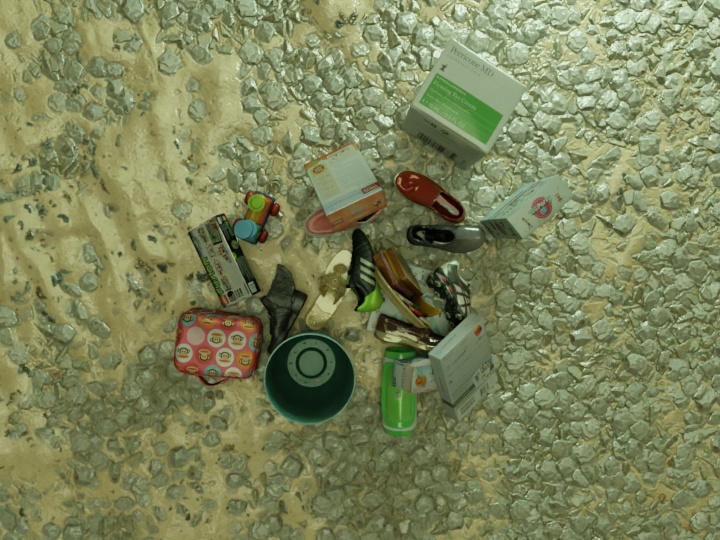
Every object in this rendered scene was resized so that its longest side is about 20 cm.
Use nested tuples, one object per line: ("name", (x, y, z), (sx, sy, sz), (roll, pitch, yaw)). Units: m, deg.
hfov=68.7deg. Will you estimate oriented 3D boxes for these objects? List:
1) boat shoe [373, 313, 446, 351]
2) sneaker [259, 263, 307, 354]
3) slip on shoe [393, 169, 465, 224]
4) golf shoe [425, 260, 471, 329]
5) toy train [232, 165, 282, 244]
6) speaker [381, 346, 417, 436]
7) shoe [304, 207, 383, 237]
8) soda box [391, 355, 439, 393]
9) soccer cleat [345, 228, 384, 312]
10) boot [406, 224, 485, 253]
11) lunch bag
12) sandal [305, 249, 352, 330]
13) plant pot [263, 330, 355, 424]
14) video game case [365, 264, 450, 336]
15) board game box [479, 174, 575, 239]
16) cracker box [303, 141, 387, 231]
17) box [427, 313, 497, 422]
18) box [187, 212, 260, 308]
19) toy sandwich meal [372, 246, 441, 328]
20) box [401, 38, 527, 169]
("boat shoe", (0.135, 0.144, 1.254), (0.198, 0.072, 0.073), (12, 94, 4))
("sneaker", (-0.201, 0.094, 1.266), (0.104, 0.060, 0.201), (29, 88, -2))
("slip on shoe", (0.169, -0.179, 1.263), (0.199, 0.061, 0.074), (33, 93, -2))
("golf shoe", (0.238, 0.073, 1.253), (0.088, 0.077, 0.201), (-37, 110, -24))
("toy train", (-0.232, -0.160, 1.220), (0.084, 0.116, 0.201), (24, 92, -4))
("speaker", (0.095, 0.290, 1.273), (0.088, 0.088, 0.202), (0, 93, -2))
("shoe", (-0.040, -0.131, 1.241), (0.199, 0.091, 0.072), (-17, 94, -1))
("soda box", (0.167, 0.236, 1.230), (0.199, 0.068, 0.064), (2, 94, -41))
("soccer cleat", (0.000, 0.000, 1.249), (0.081, 0.067, 0.201), (-10, 84, -23))
("boot", (0.208, -0.075, 1.234), (0.198, 0.132, 0.070), (-1, 92, -2))
("lunch bag", (-0.337, 0.187, 1.251), (0.198, 0.082, 0.178), (9, 93, -3))
("sandal", (-0.067, 0.051, 1.261), (0.077, 0.070, 0.213), (28, 92, -4))
("plant pot", (-0.116, 0.231, 1.221), (0.199, 0.161, 0.202), (0, 94, -5))
("video game case", (0.130, 0.082, 1.294), (0.199, 0.022, 0.184), (14, 93, -3))
("board game box", (0.373, -0.140, 1.203), (0.147, 0.200, 0.064), (-40, 94, 1))
("cracker box", (-0.037, -0.194, 1.196), (0.133, 0.201, 0.058), (-24, 138, 0))
("box", (0.240, 0.224, 1.211), (0.156, 0.041, 0.201), (-38, 126, -26))
("box", (-0.320, -0.021, 1.236), (0.110, 0.035, 0.201), (-21, 95, 35))
("toy sandwich meal", (0.105, 0.041, 1.192), (0.070, 0.205, 0.205), (-41, 94, 8))
("box", (0.224, -0.363, 1.186), (0.198, 0.200, 0.172), (31, 89, -2))
